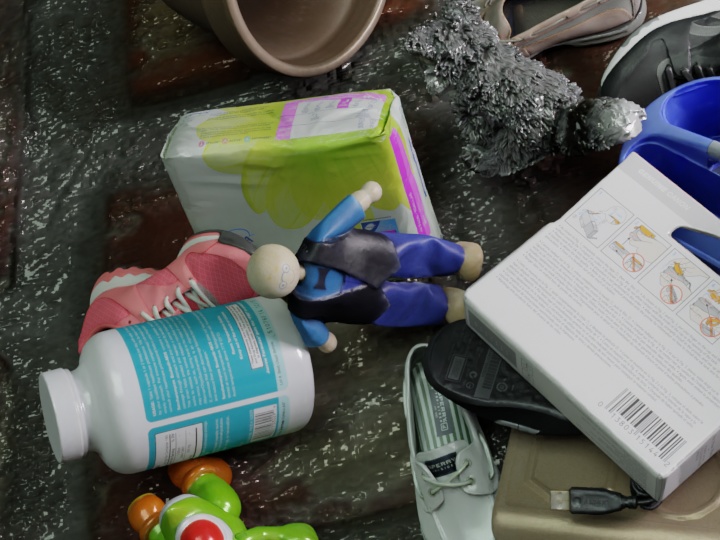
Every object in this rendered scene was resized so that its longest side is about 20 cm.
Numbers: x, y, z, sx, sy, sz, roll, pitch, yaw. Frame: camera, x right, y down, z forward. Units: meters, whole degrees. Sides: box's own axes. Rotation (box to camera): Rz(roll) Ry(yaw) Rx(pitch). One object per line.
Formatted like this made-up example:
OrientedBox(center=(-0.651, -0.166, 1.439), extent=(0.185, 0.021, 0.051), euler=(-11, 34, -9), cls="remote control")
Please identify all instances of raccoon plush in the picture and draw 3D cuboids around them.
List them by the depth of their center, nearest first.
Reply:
OrientedBox(center=(0.128, -0.161, 1.201), extent=(0.199, 0.135, 0.097), euler=(-12, 28, 46), cls="raccoon plush")

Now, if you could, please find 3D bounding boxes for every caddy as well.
OrientedBox(center=(0.288, -0.059, 1.132), extent=(0.199, 0.105, 0.142), euler=(32, 80, 30), cls="caddy")

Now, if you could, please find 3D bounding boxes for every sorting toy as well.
OrientedBox(center=(0.202, 0.119, 1.112), extent=(0.183, 0.037, 0.202), euler=(3, 60, 23), cls="sorting toy")

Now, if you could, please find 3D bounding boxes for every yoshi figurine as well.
OrientedBox(center=(-0.088, 0.229, 1.162), extent=(0.111, 0.114, 0.200), euler=(-13, 34, -31), cls="yoshi figurine")

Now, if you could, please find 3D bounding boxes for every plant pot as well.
OrientedBox(center=(-0.098, -0.282, 1.361), extent=(0.174, 0.200, 0.201), euler=(16, 71, 45), cls="plant pot")

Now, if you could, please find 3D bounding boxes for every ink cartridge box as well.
OrientedBox(center=(0.201, 0.035, 1.078), extent=(0.176, 0.045, 0.200), euler=(-38, 60, -15), cls="ink cartridge box")

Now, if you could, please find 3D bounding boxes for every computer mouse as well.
OrientedBox(center=(0.137, 0.111, 1.093), extent=(0.198, 0.046, 0.142), euler=(7, 57, 12), cls="computer mouse")

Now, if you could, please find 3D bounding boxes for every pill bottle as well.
OrientedBox(center=(-0.143, 0.091, 1.179), extent=(0.198, 0.111, 0.111), euler=(-12, 56, -21), cls="pill bottle")

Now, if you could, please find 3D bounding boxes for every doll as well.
OrientedBox(center=(0.000, 0.000, 1.159), extent=(0.048, 0.198, 0.138), euler=(33, 115, 51), cls="doll")

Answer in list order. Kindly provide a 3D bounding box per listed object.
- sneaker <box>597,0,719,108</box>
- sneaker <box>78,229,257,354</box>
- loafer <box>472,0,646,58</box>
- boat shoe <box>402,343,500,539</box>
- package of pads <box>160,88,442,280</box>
OrientedBox(center=(0.282, -0.166, 1.192), extent=(0.199, 0.076, 0.088), euler=(-30, 39, 6), cls="sneaker")
OrientedBox(center=(-0.154, 0.034, 1.250), extent=(0.199, 0.074, 0.087), euler=(-20, 33, 35), cls="sneaker")
OrientedBox(center=(0.140, -0.217, 1.293), extent=(0.198, 0.063, 0.073), euler=(-13, 62, 15), cls="loafer")
OrientedBox(center=(0.064, 0.149, 1.140), extent=(0.073, 0.067, 0.202), euler=(-24, 59, 9), cls="boat shoe")
OrientedBox(center=(-0.047, -0.063, 1.232), extent=(0.198, 0.155, 0.069), euler=(-5, 39, 19), cls="package of pads")
